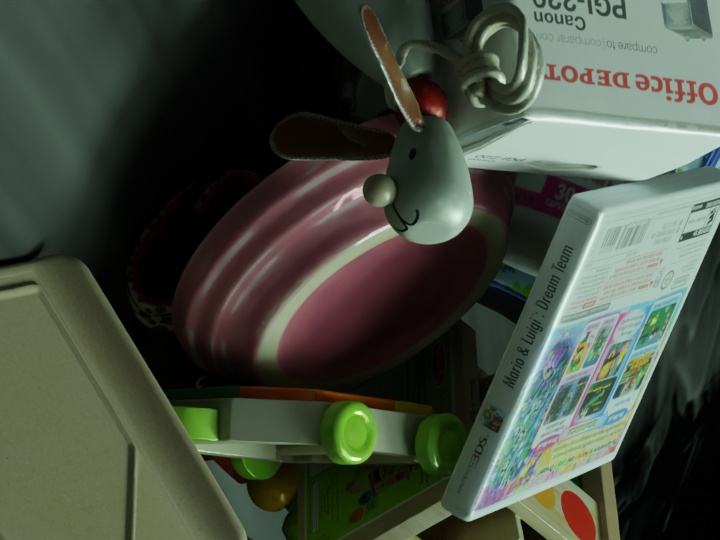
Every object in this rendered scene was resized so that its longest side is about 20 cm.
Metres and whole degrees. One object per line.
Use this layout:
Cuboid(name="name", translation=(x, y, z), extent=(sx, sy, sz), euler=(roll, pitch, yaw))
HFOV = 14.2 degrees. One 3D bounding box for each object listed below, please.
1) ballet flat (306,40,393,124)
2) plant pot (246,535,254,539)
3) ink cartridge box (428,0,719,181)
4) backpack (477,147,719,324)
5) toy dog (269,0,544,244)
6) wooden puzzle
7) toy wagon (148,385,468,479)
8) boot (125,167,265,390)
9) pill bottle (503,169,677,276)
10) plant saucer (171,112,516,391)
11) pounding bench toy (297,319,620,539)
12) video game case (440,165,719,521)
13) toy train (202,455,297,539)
Cuboid(name="ballet flat", translation=(0.027, -0.148, 1.531), extent=(0.073, 0.073, 0.200), euler=(-28, 149, -53))
Cuboid(name="plant pot", translation=(-0.116, 0.233, 1.658), extent=(0.182, 0.200, 0.199), euler=(-61, 160, 0))
Cuboid(name="ink cartridge box", translation=(0.102, -0.153, 1.451), extent=(0.145, 0.200, 0.085), euler=(3, 167, -34))
Cuboid(name="backpack", translation=(0.131, -0.069, 1.755), extent=(0.200, 0.183, 0.147), euler=(-57, 163, -10))
Cuboid(name="toy dog", translation=(-0.006, -0.114, 1.390), extent=(0.096, 0.200, 0.132), euler=(2, 130, -31))
Cuboid(name="wooden puzzle", translation=(-0.156, 0.085, 1.346), extent=(0.037, 0.185, 0.200), euler=(-37, 169, 29))
Cuboid(name="toy wagon", translation=(-0.047, 0.084, 1.505), extent=(0.200, 0.155, 0.040), euler=(11, 78, -44))
Cuboid(name="boot", translation=(-0.055, -0.006, 1.588), extent=(0.200, 0.073, 0.151), euler=(-40, 157, -18))
Cuboid(name="pill bottle", translation=(0.134, -0.099, 1.626), extent=(0.113, 0.113, 0.200), euler=(52, 57, -70))
Cuboid(name="plant saucer", translation=(0.000, 0.000, 1.499), extent=(0.200, 0.051, 0.201), euler=(-25, 152, -15))
Cuboid(name="pounding bench toy", translation=(0.061, 0.113, 1.667), extent=(0.124, 0.200, 0.156), euler=(-32, 127, 27))
Cuboid(name="video game case", translation=(0.125, 0.035, 1.541), extent=(0.200, 0.024, 0.182), euler=(-13, 129, -62))
Cuboid(name="toy train", translation=(-0.054, 0.121, 1.695), extent=(0.085, 0.116, 0.200), euler=(-30, -176, 45))
